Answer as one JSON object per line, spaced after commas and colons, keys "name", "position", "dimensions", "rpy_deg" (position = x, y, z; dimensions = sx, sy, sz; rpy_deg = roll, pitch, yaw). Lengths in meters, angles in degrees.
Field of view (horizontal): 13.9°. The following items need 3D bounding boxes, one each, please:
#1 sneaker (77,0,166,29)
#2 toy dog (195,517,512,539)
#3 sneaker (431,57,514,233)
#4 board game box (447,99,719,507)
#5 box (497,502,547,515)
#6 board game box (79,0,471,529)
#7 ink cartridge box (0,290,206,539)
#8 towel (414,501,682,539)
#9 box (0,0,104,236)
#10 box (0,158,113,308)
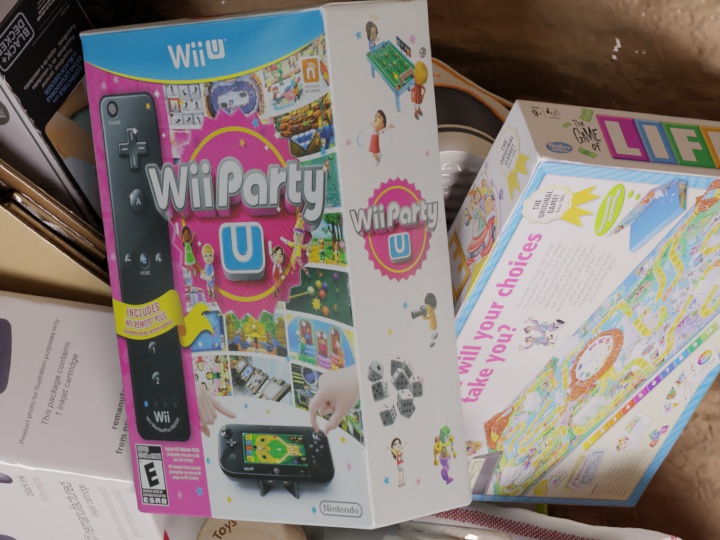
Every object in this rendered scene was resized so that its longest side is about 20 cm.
{"name": "sneaker", "position": [-0.104, -0.104, 1.339], "dimensions": [0.087, 0.076, 0.201], "rpy_deg": [16, 141, 26]}
{"name": "toy dog", "position": [0.016, 0.154, 1.245], "dimensions": [0.199, 0.131, 0.097], "rpy_deg": [2, 82, 50]}
{"name": "sneaker", "position": [0.070, -0.015, 1.257], "dimensions": [0.078, 0.080, 0.200], "rpy_deg": [-25, 133, 15]}
{"name": "board game box", "position": [0.089, 0.019, 1.206], "dimensions": [0.200, 0.134, 0.034], "rpy_deg": [117, 147, -40]}
{"name": "box", "position": [0.015, 0.161, 1.429], "dimensions": [0.121, 0.048, 0.201], "rpy_deg": [7, 134, -3]}
{"name": "board game box", "position": [-0.034, -0.003, 1.182], "dimensions": [0.147, 0.064, 0.201], "rpy_deg": [-1, 96, 45]}
{"name": "ink cartridge box", "position": [-0.173, 0.071, 1.320], "dimensions": [0.199, 0.085, 0.145], "rpy_deg": [8, 154, 11]}
{"name": "towel", "position": [0.118, 0.153, 1.325], "dimensions": [0.146, 0.030, 0.200], "rpy_deg": [7, 152, 39]}
{"name": "box", "position": [-0.145, -0.041, 1.330], "dimensions": [0.116, 0.060, 0.200], "rpy_deg": [-1, 132, 40]}
{"name": "box", "position": [-0.207, -0.012, 1.319], "dimensions": [0.163, 0.021, 0.200], "rpy_deg": [38, 147, -25]}
